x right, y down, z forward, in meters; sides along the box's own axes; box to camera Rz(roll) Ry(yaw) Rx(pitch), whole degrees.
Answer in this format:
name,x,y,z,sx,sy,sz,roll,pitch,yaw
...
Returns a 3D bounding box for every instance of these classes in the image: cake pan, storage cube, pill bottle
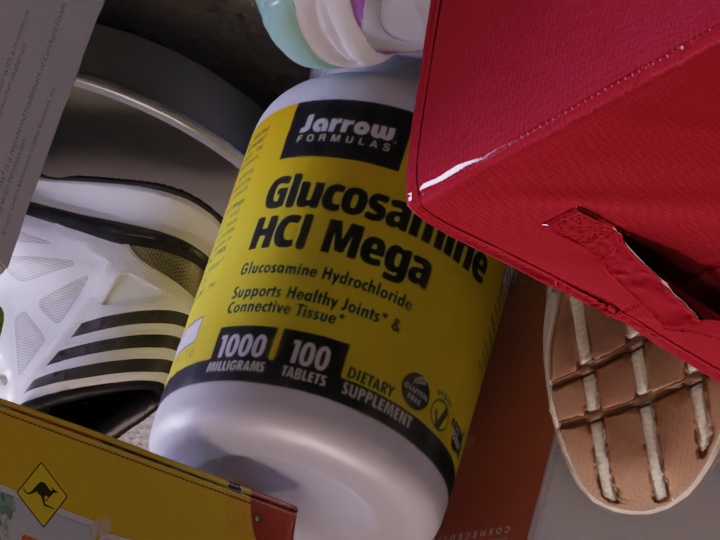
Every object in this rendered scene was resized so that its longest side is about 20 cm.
name,x,y,z,sx,sy,sz,roll,pitch,yaw
cake pan,-0.107,-0.040,1.189,0.199,0.037,0.201,15,152,8
storage cube,0.141,-0.088,0.847,0.171,0.201,0.180,28,147,-28
pill bottle,0.000,0.000,1.067,0.112,0.201,0.113,13,151,7

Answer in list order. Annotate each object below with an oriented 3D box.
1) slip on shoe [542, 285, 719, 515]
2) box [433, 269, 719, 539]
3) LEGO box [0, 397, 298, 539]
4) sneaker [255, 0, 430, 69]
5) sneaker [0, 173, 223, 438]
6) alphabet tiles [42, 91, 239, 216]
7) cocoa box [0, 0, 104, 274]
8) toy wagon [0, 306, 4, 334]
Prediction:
name,x,y,z,sx,sy,sz,roll,pitch,yaw
slip on shoe,0.101,-0.015,1.016,0.076,0.061,0.201,-4,101,17
box,0.066,0.071,1.137,0.152,0.201,0.106,-15,137,43
LEGO box,-0.122,0.129,0.951,0.077,0.150,0.200,-16,150,42
sneaker,0.006,-0.141,0.962,0.139,0.078,0.200,-2,155,29
sneaker,-0.157,0.017,1.160,0.200,0.116,0.076,6,149,26
alphabet tiles,-0.105,-0.022,1.277,0.195,0.015,0.200,-2,145,36
cocoa box,-0.176,-0.113,0.971,0.131,0.201,0.133,-1,148,31
toy wagon,-0.196,0.005,0.939,0.154,0.040,0.200,18,156,-11
